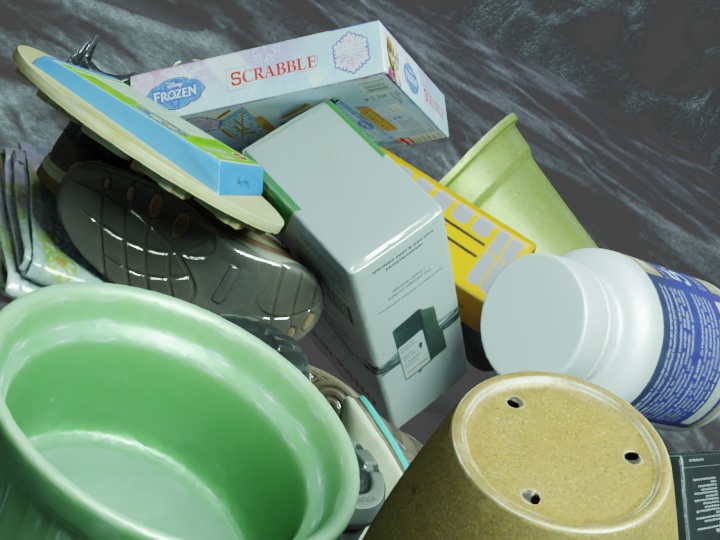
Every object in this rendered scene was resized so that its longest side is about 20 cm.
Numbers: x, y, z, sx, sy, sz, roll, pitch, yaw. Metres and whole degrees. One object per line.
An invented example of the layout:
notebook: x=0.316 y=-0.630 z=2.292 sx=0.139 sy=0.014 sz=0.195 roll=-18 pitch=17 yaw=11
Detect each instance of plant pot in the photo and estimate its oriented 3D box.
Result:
plant pot: x=0.070 y=0.153 z=0.551 sx=0.183 sy=0.202 sz=0.188 roll=7 pitch=36 yaw=-5
plant pot: x=0.145 y=-0.018 z=1.225 sx=0.184 sy=0.200 sz=0.200 roll=46 pitch=20 yaw=3

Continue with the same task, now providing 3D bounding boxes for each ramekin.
ramekin: x=-0.108 y=0.105 z=0.614 sx=0.198 sy=0.099 sz=0.201 roll=25 pitch=24 yaw=-11

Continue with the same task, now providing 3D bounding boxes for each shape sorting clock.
shape sorting clock: x=-0.133 y=-0.080 z=0.779 sx=0.198 sy=0.040 sz=0.200 roll=30 pitch=6 yaw=-3

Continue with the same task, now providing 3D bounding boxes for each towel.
towel: x=-0.170 y=-0.008 z=0.890 sx=0.198 sy=0.048 sz=0.172 roll=21 pitch=26 yaw=-31

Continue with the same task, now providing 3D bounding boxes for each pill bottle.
pill bottle: x=0.181 y=0.049 z=0.884 sx=0.198 sy=0.121 sz=0.120 roll=13 pitch=26 yaw=-45

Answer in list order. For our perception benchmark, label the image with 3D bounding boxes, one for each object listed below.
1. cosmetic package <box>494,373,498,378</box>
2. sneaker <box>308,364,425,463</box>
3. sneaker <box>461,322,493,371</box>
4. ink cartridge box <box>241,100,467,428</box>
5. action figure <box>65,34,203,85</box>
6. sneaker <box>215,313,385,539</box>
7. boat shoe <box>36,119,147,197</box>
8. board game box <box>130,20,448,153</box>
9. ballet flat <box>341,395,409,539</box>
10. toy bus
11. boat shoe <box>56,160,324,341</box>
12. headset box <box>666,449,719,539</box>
cosmetic package: x=0.133 y=0.150 z=0.899 sx=0.073 sy=0.103 sz=0.201 roll=27 pitch=19 yaw=-11
sneaker: x=0.008 y=0.133 z=0.826 sx=0.199 sy=0.071 sz=0.076 roll=36 pitch=-5 yaw=11
sneaker: x=0.061 y=0.012 z=1.106 sx=0.079 sy=0.075 sz=0.202 roll=-37 pitch=100 yaw=-30
ink cartridge box: x=0.000 y=0.000 z=0.910 sx=0.147 sy=0.082 sz=0.201 roll=46 pitch=-19 yaw=35
action figure: x=-0.175 y=-0.149 z=1.138 sx=0.198 sy=0.103 sz=0.119 roll=29 pitch=8 yaw=-6
sneaker: x=-0.059 y=0.102 z=0.749 sx=0.074 sy=0.080 sz=0.201 roll=4 pitch=32 yaw=-33
boat shoe: x=-0.141 y=-0.069 z=0.905 sx=0.073 sy=0.065 sz=0.199 roll=45 pitch=22 yaw=31
board game box: x=-0.048 y=-0.127 z=0.966 sx=0.200 sy=0.196 sz=0.042 roll=25 pitch=57 yaw=-72
ballet flat: x=0.030 y=0.167 z=0.733 sx=0.201 sy=0.070 sz=0.069 roll=52 pitch=26 yaw=22
toy bus: x=0.073 y=-0.013 z=1.007 sx=0.198 sy=0.079 sz=0.065 roll=33 pitch=-22 yaw=13
boat shoe: x=-0.116 y=-0.015 z=0.831 sx=0.199 sy=0.076 sz=0.072 roll=32 pitch=15 yaw=-26
headset box: x=0.192 y=0.209 z=0.721 sx=0.092 sy=0.204 sz=0.173 roll=-10 pitch=-10 yaw=38
